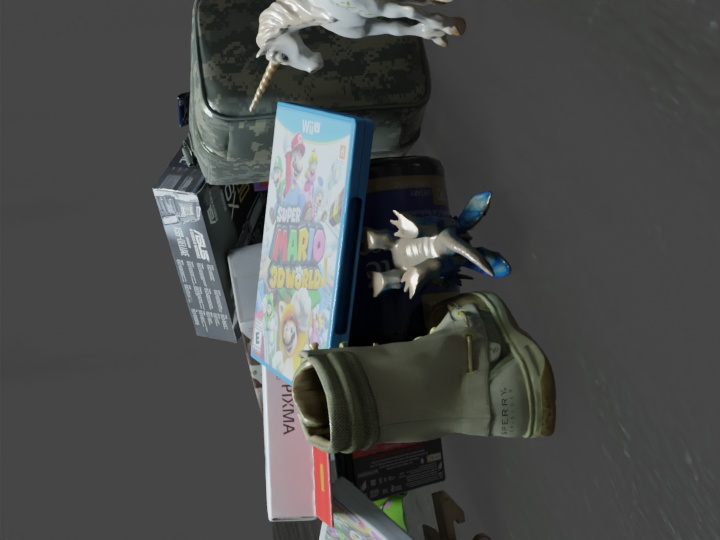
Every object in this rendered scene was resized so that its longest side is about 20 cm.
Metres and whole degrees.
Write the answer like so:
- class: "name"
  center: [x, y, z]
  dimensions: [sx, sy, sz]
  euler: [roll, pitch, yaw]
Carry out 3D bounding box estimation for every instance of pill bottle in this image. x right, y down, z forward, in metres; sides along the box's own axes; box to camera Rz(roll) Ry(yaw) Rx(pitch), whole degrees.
- class: "pill bottle"
  center: [0.023, 0.018, 1.019]
  dimensions: [0.112, 0.112, 0.200]
  euler: [147, 115, -80]

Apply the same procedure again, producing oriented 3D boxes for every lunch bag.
- class: "lunch bag"
  center: [-0.051, -0.143, 1.094]
  dimensions: [0.168, 0.200, 0.140]
  euler: [103, 159, -62]

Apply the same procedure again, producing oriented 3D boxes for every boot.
- class: "boot"
  center: [0.029, 0.066, 0.866]
  dimensions: [0.200, 0.154, 0.072]
  euler: [-129, 34, -72]

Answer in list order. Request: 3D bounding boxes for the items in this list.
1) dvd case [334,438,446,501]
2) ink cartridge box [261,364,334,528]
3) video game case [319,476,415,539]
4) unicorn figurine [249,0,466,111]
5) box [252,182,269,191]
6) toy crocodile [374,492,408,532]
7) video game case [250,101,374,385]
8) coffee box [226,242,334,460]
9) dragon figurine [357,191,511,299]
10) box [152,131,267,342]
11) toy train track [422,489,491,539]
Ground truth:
- class: "dvd case"
  center: [0.018, 0.091, 1.112]
  dimensions: [0.146, 0.022, 0.200]
  euler: [-2, -95, -56]
- class: "ink cartridge box"
  center: [-0.055, 0.099, 1.037]
  dimensions: [0.176, 0.045, 0.200]
  euler: [139, 128, -82]
- class: "video game case"
  center: [0.024, 0.253, 1.058]
  dimensions: [0.143, 0.018, 0.200]
  euler: [39, 154, 16]
- class: "unicorn figurine"
  center: [0.000, -0.183, 0.911]
  dimensions: [0.200, 0.137, 0.074]
  euler: [115, 157, -69]
- class: "box"
  center: [-0.038, -0.172, 1.186]
  dimensions: [0.039, 0.137, 0.200]
  euler: [-108, 14, -54]
- class: "toy crocodile"
  center: [0.003, 0.144, 1.147]
  dimensions: [0.068, 0.062, 0.200]
  euler: [-92, -21, -79]
- class: "video game case"
  center: [-0.039, -0.017, 0.942]
  dimensions: [0.143, 0.018, 0.200]
  euler: [-155, 70, -63]
- class: "coffee box"
  center: [-0.067, 0.082, 1.245]
  dimensions: [0.113, 0.080, 0.200]
  euler: [-107, 5, -52]
- class: "dragon figurine"
  center: [0.064, -0.018, 0.871]
  dimensions: [0.200, 0.099, 0.059]
  euler: [-20, 84, 67]
- class: "box"
  center: [-0.129, -0.054, 1.276]
  dimensions: [0.200, 0.050, 0.158]
  euler: [81, -154, -43]
- class: "toy train track"
  center: [0.092, 0.270, 1.046]
  dimensions: [0.115, 0.032, 0.200]
  euler: [-147, 45, -70]
